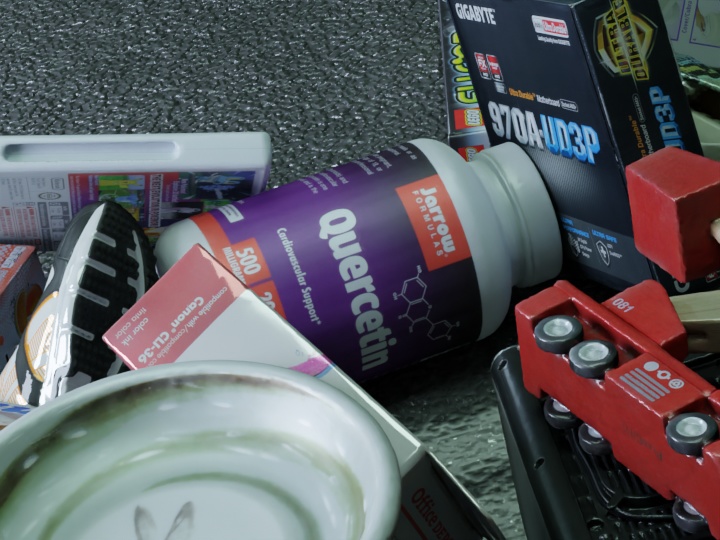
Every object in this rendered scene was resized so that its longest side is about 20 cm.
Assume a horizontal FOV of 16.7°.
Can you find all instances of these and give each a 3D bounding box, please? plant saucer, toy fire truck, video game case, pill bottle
[{"bbox_3d":[-0.079,0.115,1.003,0.200,0.050,0.200,-8,35,6],"label":"plant saucer"},{"bbox_3d":[0.146,0.026,1.044,0.141,0.049,0.200,-26,37,-22],"label":"toy fire truck"},{"bbox_3d":[-0.144,-0.041,1.320,0.182,0.023,0.200,-1,-12,-6],"label":"video game case"},{"bbox_3d":[0.000,0.000,1.281,0.200,0.113,0.112,-20,35,-12],"label":"pill bottle"}]

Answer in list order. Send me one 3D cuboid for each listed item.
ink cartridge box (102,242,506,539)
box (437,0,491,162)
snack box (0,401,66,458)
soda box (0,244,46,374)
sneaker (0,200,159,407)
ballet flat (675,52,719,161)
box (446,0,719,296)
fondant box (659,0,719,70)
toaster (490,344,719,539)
[{"bbox_3d":[-0.016,0.089,1.115,0.067,0.116,0.200,-46,60,-7],"label":"ink cartridge box"},{"bbox_3d":[0.105,-0.127,1.508,0.110,0.035,0.200,-9,34,4],"label":"box"},{"bbox_3d":[-0.195,0.076,1.154,0.200,0.024,0.072,7,7,32],"label":"snack box"},{"bbox_3d":[-0.233,0.066,1.297,0.068,0.064,0.200,3,35,21],"label":"soda box"},{"bbox_3d":[-0.158,0.057,1.221,0.080,0.074,0.200,0,67,32],"label":"sneaker"},{"bbox_3d":[0.203,-0.054,1.262,0.200,0.074,0.074,27,49,37],"label":"ballet flat"},{"bbox_3d":[0.114,-0.075,1.253,0.046,0.159,0.200,-21,15,-12],"label":"box"},{"bbox_3d":[0.177,-0.155,1.417,0.200,0.058,0.144,8,11,-2],"label":"fondant box"},{"bbox_3d":[0.168,0.107,1.070,0.181,0.119,0.200,-14,34,-3],"label":"toaster"}]
